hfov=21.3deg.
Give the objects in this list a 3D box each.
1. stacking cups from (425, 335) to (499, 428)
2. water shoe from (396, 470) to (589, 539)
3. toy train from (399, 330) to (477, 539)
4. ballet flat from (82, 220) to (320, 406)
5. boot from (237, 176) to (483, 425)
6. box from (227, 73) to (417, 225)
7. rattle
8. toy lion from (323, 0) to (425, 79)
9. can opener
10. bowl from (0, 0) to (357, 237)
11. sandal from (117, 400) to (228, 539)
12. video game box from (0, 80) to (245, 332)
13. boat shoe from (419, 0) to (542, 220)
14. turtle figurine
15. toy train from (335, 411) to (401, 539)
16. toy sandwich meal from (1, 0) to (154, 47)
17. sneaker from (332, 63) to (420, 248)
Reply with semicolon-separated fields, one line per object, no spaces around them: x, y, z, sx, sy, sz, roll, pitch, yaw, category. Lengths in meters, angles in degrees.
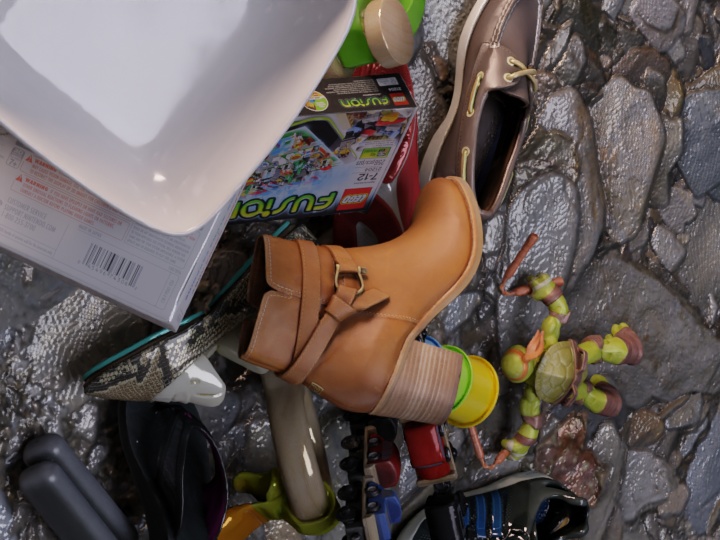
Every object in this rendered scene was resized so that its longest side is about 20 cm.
0.032;0.075;1.472;0.199;0.060;0.061;23;84;-53;stacking cups
0.108;0.220;1.585;0.199;0.079;0.072;-25;116;-37;water shoe
0.047;0.124;1.394;0.046;0.034;0.202;-57;134;-69;toy train
-0.094;0.045;1.319;0.200;0.068;0.075;-38;88;-24;ballet flat
0.000;0.000;1.318;0.154;0.074;0.201;18;55;-15;boot
-0.069;-0.080;1.308;0.198;0.035;0.110;-8;144;-28;box
-0.091;0.101;1.404;0.130;0.142;0.202;-36;111;-70;rattle
-0.003;-0.259;1.345;0.201;0.068;0.192;66;32;-21;toy lion
-0.165;0.188;1.331;0.200;0.066;0.053;54;19;-33;can opener
-0.125;-0.147;1.110;0.199;0.075;0.201;37;89;-24;bowl
-0.117;0.155;1.325;0.075;0.048;0.202;6;65;-52;sandal
-0.166;-0.086;1.191;0.047;0.199;0.183;81;34;-80;video game box
0.107;-0.135;1.502;0.072;0.059;0.202;25;82;-43;boat shoe
0.171;0.073;1.619;0.160;0.064;0.202;5;96;-44;turtle figurine
0.009;0.145;1.415;0.200;0.045;0.034;-86;167;-63;toy train
-0.196;-0.209;1.149;0.203;0.070;0.207;1;81;-6;toy sandwich meal
0.017;-0.064;1.456;0.115;0.078;0.202;29;64;-73;sneaker
